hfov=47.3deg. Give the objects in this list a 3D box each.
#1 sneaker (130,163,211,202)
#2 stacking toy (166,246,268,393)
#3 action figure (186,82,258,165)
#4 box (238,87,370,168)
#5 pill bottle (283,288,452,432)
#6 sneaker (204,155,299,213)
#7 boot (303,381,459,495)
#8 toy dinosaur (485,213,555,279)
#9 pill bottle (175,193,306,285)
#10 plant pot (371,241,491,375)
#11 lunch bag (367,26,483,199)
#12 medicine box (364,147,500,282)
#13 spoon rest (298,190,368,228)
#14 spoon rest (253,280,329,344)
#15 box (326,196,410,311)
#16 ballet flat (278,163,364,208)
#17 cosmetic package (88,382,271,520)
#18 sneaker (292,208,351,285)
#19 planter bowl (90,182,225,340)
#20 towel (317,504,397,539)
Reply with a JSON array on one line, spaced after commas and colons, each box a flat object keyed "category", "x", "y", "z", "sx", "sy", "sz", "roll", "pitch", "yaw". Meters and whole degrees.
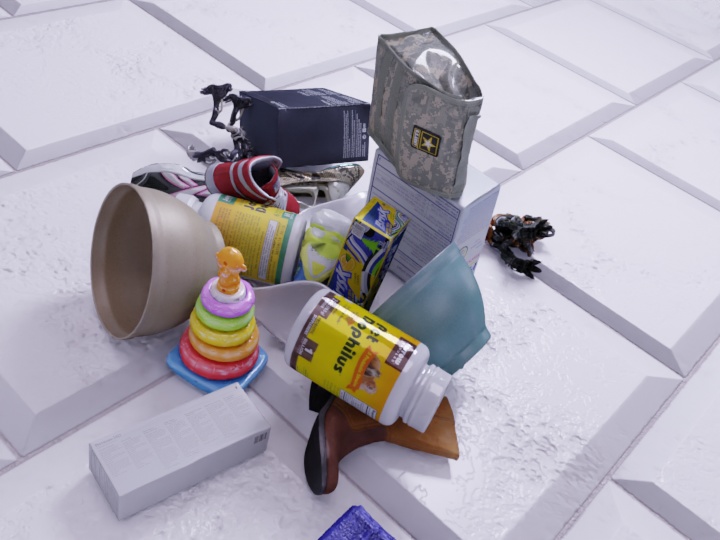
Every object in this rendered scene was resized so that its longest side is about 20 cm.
[{"category": "sneaker", "x": -0.279, "y": -0.115, "z": 1.321, "sx": 0.195, "sy": 0.081, "sz": 0.088, "roll": 1, "pitch": 64, "yaw": 0}, {"category": "stacking toy", "x": -0.173, "y": 0.050, "z": 1.049, "sx": 0.114, "sy": 0.203, "sz": 0.110, "roll": 25, "pitch": 39, "yaw": 15}, {"category": "action figure", "x": -0.233, "y": -0.214, "z": 1.436, "sx": 0.118, "sy": 0.100, "sz": 0.205, "roll": 11, "pitch": 70, "yaw": -52}, {"category": "box", "x": -0.105, "y": -0.262, "z": 1.488, "sx": 0.178, "sy": 0.107, "sz": 0.199, "roll": -7, "pitch": 22, "yaw": -27}, {"category": "pill bottle", "x": 0.011, "y": 0.115, "z": 1.017, "sx": 0.197, "sy": 0.111, "sz": 0.109, "roll": 29, "pitch": 40, "yaw": 11}, {"category": "sneaker", "x": -0.139, "y": -0.123, "z": 1.298, "sx": 0.111, "sy": 0.073, "sz": 0.198, "roll": -6, "pitch": -17, "yaw": 37}, {"category": "boot", "x": 0.029, "y": 0.219, "z": 1.044, "sx": 0.196, "sy": 0.069, "sz": 0.190, "roll": 16, "pitch": 30, "yaw": -11}, {"category": "toy dinosaur", "x": 0.261, "y": -0.056, "z": 1.440, "sx": 0.197, "sy": 0.104, "sz": 0.136, "roll": -23, "pitch": 33, "yaw": -15}, {"category": "pill bottle", "x": -0.187, "y": -0.051, "z": 1.240, "sx": 0.195, "sy": 0.114, "sz": 0.114, "roll": 14, "pitch": 38, "yaw": 0}, {"category": "plant pot", "x": 0.096, "y": 0.078, "z": 1.135, "sx": 0.135, "sy": 0.200, "sz": 0.200, "roll": 49, "pitch": 45, "yaw": 4}, {"category": "lunch bag", "x": 0.097, "y": -0.221, "z": 1.177, "sx": 0.115, "sy": 0.166, "sz": 0.201, "roll": -14, "pitch": 47, "yaw": -22}, {"category": "medicine box", "x": 0.103, "y": -0.083, "z": 1.304, "sx": 0.181, "sy": 0.203, "sz": 0.102, "roll": 37, "pitch": 47, "yaw": 27}, {"category": "spoon rest", "x": -0.027, "y": -0.089, "z": 1.384, "sx": 0.099, "sy": 0.062, "sz": 0.198, "roll": 38, "pitch": 43, "yaw": 27}, {"category": "spoon rest", "x": -0.117, "y": 0.052, "z": 1.155, "sx": 0.196, "sy": 0.102, "sz": 0.060, "roll": 17, "pitch": 7, "yaw": 15}, {"category": "box", "x": 0.000, "y": 0.000, "z": 1.164, "sx": 0.064, "sy": 0.202, "sz": 0.070, "roll": 31, "pitch": 40, "yaw": 9}, {"category": "ballet flat", "x": -0.082, "y": -0.142, "z": 1.437, "sx": 0.195, "sy": 0.068, "sz": 0.077, "roll": -4, "pitch": 62, "yaw": -18}, {"category": "cosmetic package", "x": -0.209, "y": 0.208, "z": 0.966, "sx": 0.197, "sy": 0.051, "sz": 0.083, "roll": -19, "pitch": 51, "yaw": -36}, {"category": "sneaker", "x": -0.066, "y": -0.020, "z": 1.259, "sx": 0.075, "sy": 0.106, "sz": 0.201, "roll": 28, "pitch": 25, "yaw": -1}, {"category": "planter bowl", "x": -0.265, "y": -0.010, "z": 1.114, "sx": 0.133, "sy": 0.203, "sz": 0.201, "roll": 3, "pitch": 36, "yaw": -40}, {"category": "towel", "x": 0.023, "y": 0.350, "z": 0.871, "sx": 0.198, "sy": 0.050, "sz": 0.147, "roll": 35, "pitch": 41, "yaw": 23}]
